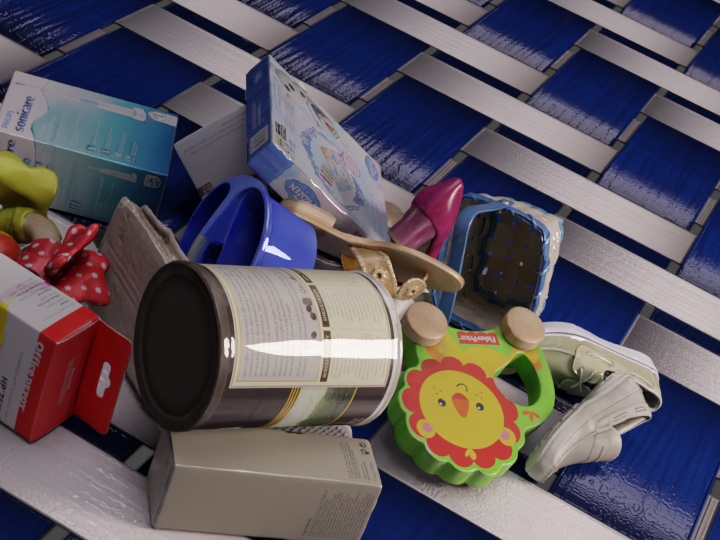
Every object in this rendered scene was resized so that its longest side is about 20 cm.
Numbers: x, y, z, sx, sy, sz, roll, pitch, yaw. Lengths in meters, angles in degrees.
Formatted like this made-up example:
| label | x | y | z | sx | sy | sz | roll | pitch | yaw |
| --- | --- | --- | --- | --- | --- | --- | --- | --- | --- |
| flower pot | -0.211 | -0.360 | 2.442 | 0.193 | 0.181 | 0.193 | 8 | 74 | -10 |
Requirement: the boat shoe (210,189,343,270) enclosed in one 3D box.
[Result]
| label | x | y | z | sx | sy | sz | roll | pitch | yaw |
| --- | --- | --- | --- | --- | --- | --- | --- | --- | --- |
| boat shoe | -0.083 | -0.039 | 1.683 | 0.198 | 0.067 | 0.070 | 20 | 25 | -13 |

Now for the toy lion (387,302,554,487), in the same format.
| label | x | y | z | sx | sy | sz | roll | pitch | yaw |
| --- | --- | --- | --- | --- | --- | --- | --- | --- | --- |
| toy lion | 0.116 | 0.132 | 1.598 | 0.198 | 0.069 | 0.193 | 3 | 53 | -28 |

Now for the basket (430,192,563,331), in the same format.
| label | x | y | z | sx | sy | sz | roll | pitch | yaw |
| --- | --- | --- | --- | --- | --- | --- | --- | --- | --- |
| basket | 0.142 | 0.004 | 1.752 | 0.138 | 0.178 | 0.200 | 21 | 19 | 21 |

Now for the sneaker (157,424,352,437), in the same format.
| label | x | y | z | sx | sy | sz | roll | pitch | yaw |
| --- | --- | --- | --- | --- | --- | --- | --- | --- | --- |
| sneaker | -0.109 | 0.138 | 1.489 | 0.198 | 0.074 | 0.082 | 15 | 22 | -26 |

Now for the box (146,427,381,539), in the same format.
| label | x | y | z | sx | sy | sz | roll | pitch | yaw |
| --- | --- | --- | --- | --- | --- | --- | --- | --- | --- |
| box | -0.088 | 0.192 | 1.399 | 0.198 | 0.083 | 0.069 | 10 | 33 | -20 |

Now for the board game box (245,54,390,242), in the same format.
| label | x | y | z | sx | sy | sz | roll | pitch | yaw |
| --- | --- | --- | --- | --- | --- | --- | --- | --- | --- |
| board game box | -0.048 | -0.117 | 1.716 | 0.199 | 0.043 | 0.201 | 43 | 22 | -27 |

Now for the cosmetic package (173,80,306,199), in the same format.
| label | x | y | z | sx | sy | sz | roll | pitch | yaw |
| --- | --- | --- | --- | --- | --- | --- | --- | --- | --- |
| cosmetic package | -0.126 | -0.155 | 1.831 | 0.082 | 0.112 | 0.200 | 62 | 19 | -4 |

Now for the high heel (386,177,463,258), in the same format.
| label | x | y | z | sx | sy | sz | roll | pitch | yaw |
| --- | --- | --- | --- | --- | --- | --- | --- | --- | --- |
| high heel | 0.083 | -0.052 | 1.697 | 0.068 | 0.096 | 0.200 | 49 | 3 | 3 |

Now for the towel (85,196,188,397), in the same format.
| label | x | y | z | sx | sy | sz | roll | pitch | yaw |
| --- | --- | --- | --- | --- | --- | --- | --- | --- | --- |
| towel | -0.211 | 0.031 | 1.523 | 0.034 | 0.133 | 0.200 | 4 | 36 | -38 |

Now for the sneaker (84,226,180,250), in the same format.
| label | x | y | z | sx | sy | sz | roll | pitch | yaw |
| --- | --- | --- | --- | --- | --- | --- | --- | --- | --- |
| sneaker | -0.192 | -0.003 | 1.656 | 0.198 | 0.060 | 0.104 | -1 | 37 | -33 |

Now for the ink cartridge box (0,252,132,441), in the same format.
| label | x | y | z | sx | sy | sz | roll | pitch | yaw |
| --- | --- | --- | --- | --- | --- | --- | --- | --- | --- |
| ink cartridge box | -0.314 | 0.070 | 1.414 | 0.199 | 0.117 | 0.067 | 31 | 31 | 16 |

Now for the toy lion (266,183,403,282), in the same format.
| label | x | y | z | sx | sy | sz | roll | pitch | yaw |
| --- | --- | --- | --- | --- | --- | --- | --- | --- | --- |
| toy lion | -0.034 | -0.017 | 1.784 | 0.198 | 0.069 | 0.192 | 19 | 39 | -3 |

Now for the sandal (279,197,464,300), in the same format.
| label | x | y | z | sx | sy | sz | roll | pitch | yaw |
| --- | --- | --- | --- | --- | --- | --- | --- | --- | --- |
| sandal | -0.001 | 0.002 | 1.610 | 0.210 | 0.078 | 0.070 | 25 | 67 | -3 |

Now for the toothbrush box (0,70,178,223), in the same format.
| label | x | y | z | sx | sy | sz | roll | pitch | yaw |
| --- | --- | --- | --- | --- | --- | --- | --- | --- | --- |
| toothbrush box | -0.318 | -0.136 | 1.762 | 0.198 | 0.086 | 0.147 | 15 | 32 | -12 |

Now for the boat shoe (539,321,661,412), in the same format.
| label | x | y | z | sx | sy | sz | roll | pitch | yaw |
| --- | --- | --- | --- | --- | --- | --- | --- | --- | --- |
| boat shoe | 0.257 | 0.110 | 1.744 | 0.198 | 0.072 | 0.062 | 13 | 29 | -19 |

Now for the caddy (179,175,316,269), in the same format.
| label | x | y | z | sx | sy | sz | roll | pitch | yaw |
| --- | --- | --- | --- | --- | --- | --- | --- | --- | --- |
| caddy | -0.133 | 0.006 | 1.541 | 0.105 | 0.202 | 0.141 | 26 | -9 | -37 |

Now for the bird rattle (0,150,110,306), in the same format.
| label | x | y | z | sx | sy | sz | roll | pitch | yaw |
| --- | --- | --- | --- | --- | --- | --- | --- | --- | --- |
| bird rattle | -0.344 | -0.012 | 1.551 | 0.162 | 0.113 | 0.200 | -27 | 51 | -12 |

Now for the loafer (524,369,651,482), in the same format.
| label | x | y | z | sx | sy | sz | roll | pitch | yaw |
| --- | --- | --- | --- | --- | --- | --- | --- | --- | --- |
| loafer | 0.246 | 0.173 | 1.640 | 0.070 | 0.070 | 0.199 | 47 | 47 | 11 |

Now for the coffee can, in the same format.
| label | x | y | z | sx | sy | sz | roll | pitch | yaw |
| --- | --- | --- | --- | --- | --- | --- | --- | --- | --- |
| coffee can | -0.082 | 0.069 | 1.387 | 0.199 | 0.147 | 0.147 | 3 | 35 | -38 |

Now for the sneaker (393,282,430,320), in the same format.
| label | x | y | z | sx | sy | sz | roll | pitch | yaw |
| --- | --- | --- | --- | --- | --- | --- | --- | --- | --- |
| sneaker | -0.003 | 0.061 | 1.660 | 0.199 | 0.080 | 0.074 | -21 | 7 | -38 |
